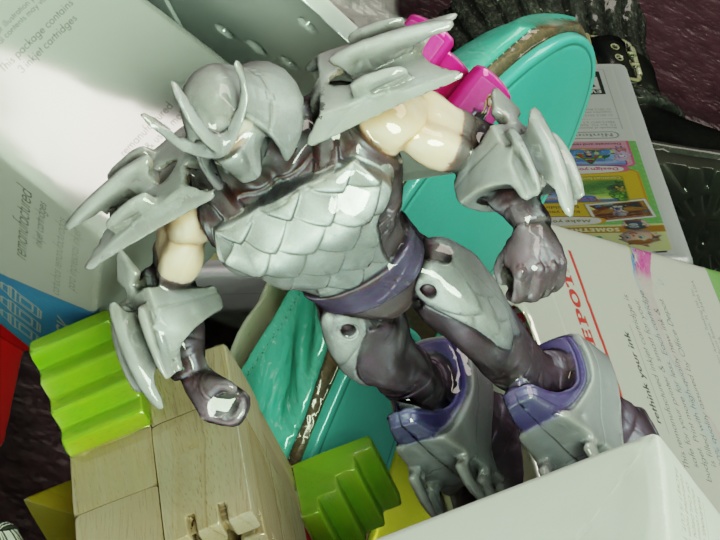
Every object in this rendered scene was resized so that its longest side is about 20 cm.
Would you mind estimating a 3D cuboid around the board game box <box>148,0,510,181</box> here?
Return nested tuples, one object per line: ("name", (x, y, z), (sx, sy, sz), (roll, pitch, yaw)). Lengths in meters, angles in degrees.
("board game box", (-0.069, -0.096, 0.808), (0.200, 0.026, 0.200), (42, -16, -16))

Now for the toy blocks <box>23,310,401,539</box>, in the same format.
("toy blocks", (-0.025, 0.123, 0.783), (0.100, 0.200, 0.137), (-22, 35, 7))

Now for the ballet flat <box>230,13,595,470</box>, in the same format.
("ballet flat", (0.000, 0.000, 0.876), (0.070, 0.200, 0.067), (29, 4, 39))

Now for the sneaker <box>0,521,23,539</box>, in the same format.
("sneaker", (-0.126, 0.096, 0.803), (0.082, 0.078, 0.200), (-3, 42, -5))

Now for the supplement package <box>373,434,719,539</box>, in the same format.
("supplement package", (0.071, 0.160, 0.705), (0.200, 0.121, 0.120), (49, 27, -37))

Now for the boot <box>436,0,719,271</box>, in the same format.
("boot", (0.139, -0.059, 1.286), (0.211, 0.079, 0.158), (16, 30, -17))

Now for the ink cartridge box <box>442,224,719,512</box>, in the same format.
("ink cartridge box", (0.081, 0.054, 0.976), (0.200, 0.067, 0.117), (14, 52, -51))

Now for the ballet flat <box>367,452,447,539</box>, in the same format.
("ballet flat", (0.008, 0.080, 0.970), (0.067, 0.067, 0.200), (32, 25, -17))

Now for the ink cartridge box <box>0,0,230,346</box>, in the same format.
("ink cartridge box", (-0.133, -0.068, 0.815), (0.200, 0.115, 0.068), (38, 66, 9))

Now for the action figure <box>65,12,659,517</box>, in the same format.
("action figure", (0.009, 0.007, 0.734), (0.200, 0.130, 0.069), (46, 37, -42))

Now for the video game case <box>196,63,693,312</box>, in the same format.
("video game case", (0.021, -0.036, 1.130), (0.200, 0.022, 0.182), (-1, 28, -3))

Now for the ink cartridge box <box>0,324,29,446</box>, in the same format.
("ink cartridge box", (-0.118, -0.053, 0.944), (0.116, 0.067, 0.200), (35, 56, -39))
